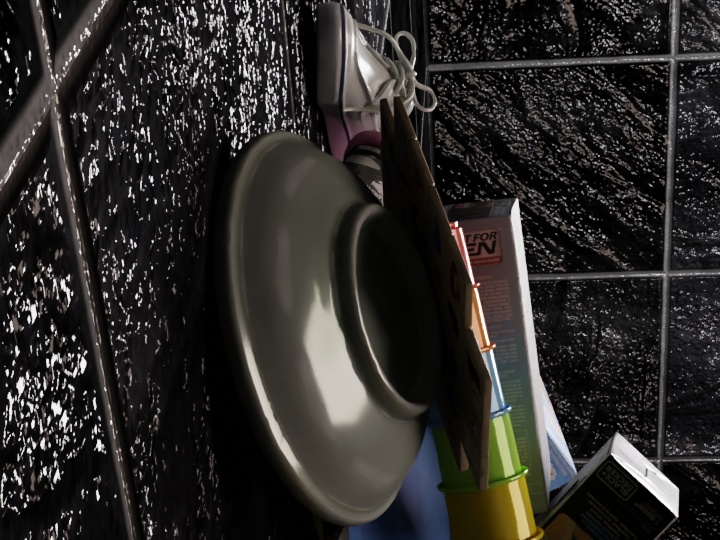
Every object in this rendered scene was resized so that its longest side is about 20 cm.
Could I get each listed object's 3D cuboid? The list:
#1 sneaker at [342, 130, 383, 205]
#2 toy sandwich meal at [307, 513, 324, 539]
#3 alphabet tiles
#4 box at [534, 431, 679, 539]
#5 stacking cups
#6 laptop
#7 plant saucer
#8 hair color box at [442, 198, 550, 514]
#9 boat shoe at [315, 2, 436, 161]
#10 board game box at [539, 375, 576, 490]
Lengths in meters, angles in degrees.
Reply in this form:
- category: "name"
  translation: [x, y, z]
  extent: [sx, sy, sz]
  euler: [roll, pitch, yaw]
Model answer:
- category: "sneaker"
  translation: [0.000, 0.000, 1.136]
  extent: [0.095, 0.079, 0.200]
  euler: [-48, 140, -51]
- category: "toy sandwich meal"
  translation: [0.005, 0.148, 1.018]
  extent: [0.205, 0.070, 0.205]
  euler: [32, 50, -49]
- category: "alphabet tiles"
  translation: [0.038, 0.010, 0.815]
  extent: [0.166, 0.006, 0.200]
  euler: [87, -11, -50]
- category: "box"
  translation: [0.125, 0.207, 1.029]
  extent: [0.200, 0.060, 0.117]
  euler: [-48, 172, 8]
- category: "stacking cups"
  translation: [0.067, 0.070, 0.929]
  extent: [0.061, 0.060, 0.200]
  euler: [-20, 101, -85]
- category: "laptop"
  translation: [0.027, 0.076, 0.916]
  extent: [0.200, 0.103, 0.177]
  euler: [109, -20, -61]
- category: "plant saucer"
  translation: [-0.002, 0.023, 0.751]
  extent: [0.200, 0.050, 0.200]
  euler: [48, 35, -49]
- category: "hair color box"
  translation: [0.089, 0.057, 1.033]
  extent: [0.099, 0.061, 0.200]
  euler: [-51, 134, -78]
- category: "boat shoe"
  translation: [0.014, -0.137, 1.138]
  extent: [0.202, 0.086, 0.075]
  euler: [78, 12, -66]
- category: "board game box"
  translation: [0.108, 0.063, 1.239]
  extent: [0.151, 0.037, 0.200]
  euler: [53, 12, -35]
